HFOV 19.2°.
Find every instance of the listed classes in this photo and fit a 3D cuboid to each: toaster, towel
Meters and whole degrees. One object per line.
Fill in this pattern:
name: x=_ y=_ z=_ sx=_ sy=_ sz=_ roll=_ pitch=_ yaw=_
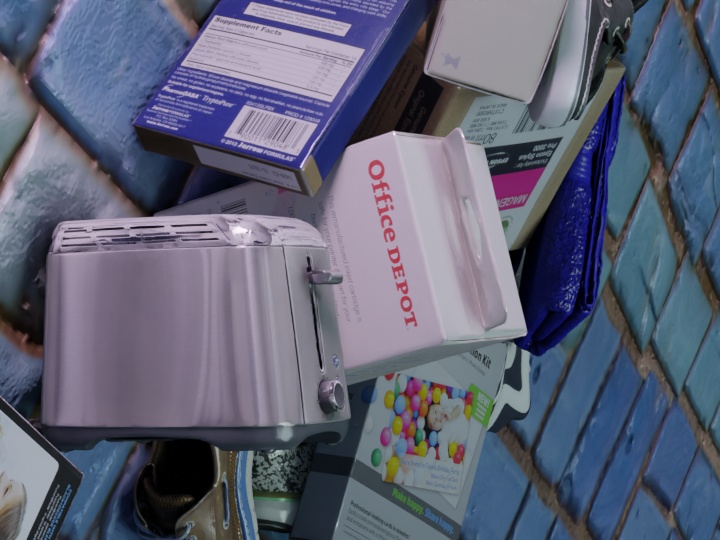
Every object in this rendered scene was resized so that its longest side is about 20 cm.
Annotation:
toaster: x=-0.101 y=0.036 z=1.198 sx=0.114 sy=0.199 sz=0.130 roll=3 pitch=85 yaw=-64
towel: x=0.158 y=-0.045 z=1.597 sx=0.148 sy=0.049 sz=0.201 roll=101 pitch=0 yaw=-75

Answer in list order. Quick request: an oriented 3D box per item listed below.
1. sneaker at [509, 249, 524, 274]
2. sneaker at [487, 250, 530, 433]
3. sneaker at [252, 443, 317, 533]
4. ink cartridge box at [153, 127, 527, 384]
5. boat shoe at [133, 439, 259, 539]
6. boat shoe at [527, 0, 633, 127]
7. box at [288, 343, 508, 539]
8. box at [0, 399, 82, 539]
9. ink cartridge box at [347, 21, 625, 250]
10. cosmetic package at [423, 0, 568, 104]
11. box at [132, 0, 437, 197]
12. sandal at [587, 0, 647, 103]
sneaker: x=0.068 y=0.003 z=1.607 sx=0.201 sy=0.070 sz=0.078 roll=-65 pitch=157 yaw=-16
sneaker: x=0.110 y=0.056 z=1.719 sx=0.130 sy=0.079 sz=0.200 roll=91 pitch=17 yaw=-51
sneaker: x=-0.027 y=0.131 z=1.505 sx=0.200 sy=0.077 sz=0.089 roll=-6 pitch=102 yaw=-64
ink cartridge box: x=0.000 y=0.000 z=1.292 sx=0.125 sy=0.199 sz=0.129 roll=-1 pitch=76 yaw=-63
boat shoe: x=-0.111 y=0.147 z=1.360 sx=0.072 sy=0.072 sz=0.201 roll=-6 pitch=101 yaw=-56
boat shoe: x=0.147 y=-0.165 z=1.360 sx=0.069 sy=0.056 sz=0.201 roll=113 pitch=-9 yaw=-48
box: x=0.031 y=0.118 z=1.495 sx=0.156 sy=0.041 sz=0.201 roll=39 pitch=61 yaw=-51
box: x=-0.229 y=0.073 z=1.012 sx=0.060 sy=0.116 sz=0.200 roll=-67 pitch=152 yaw=-21
ink cartridge box: x=0.068 y=-0.086 z=1.451 sx=0.200 sy=0.075 sz=0.165 roll=-12 pitch=137 yaw=-49
cosmetic package: x=0.089 y=-0.193 z=1.349 sx=0.200 sy=0.071 sz=0.106 roll=-83 pitch=-169 yaw=-63
box: x=-0.034 y=-0.139 z=1.270 sx=0.200 sy=0.121 sz=0.032 roll=-59 pitch=149 yaw=-25
sandal: x=0.148 y=-0.173 z=1.443 sx=0.045 sy=0.075 sz=0.200 roll=-54 pitch=-175 yaw=49
